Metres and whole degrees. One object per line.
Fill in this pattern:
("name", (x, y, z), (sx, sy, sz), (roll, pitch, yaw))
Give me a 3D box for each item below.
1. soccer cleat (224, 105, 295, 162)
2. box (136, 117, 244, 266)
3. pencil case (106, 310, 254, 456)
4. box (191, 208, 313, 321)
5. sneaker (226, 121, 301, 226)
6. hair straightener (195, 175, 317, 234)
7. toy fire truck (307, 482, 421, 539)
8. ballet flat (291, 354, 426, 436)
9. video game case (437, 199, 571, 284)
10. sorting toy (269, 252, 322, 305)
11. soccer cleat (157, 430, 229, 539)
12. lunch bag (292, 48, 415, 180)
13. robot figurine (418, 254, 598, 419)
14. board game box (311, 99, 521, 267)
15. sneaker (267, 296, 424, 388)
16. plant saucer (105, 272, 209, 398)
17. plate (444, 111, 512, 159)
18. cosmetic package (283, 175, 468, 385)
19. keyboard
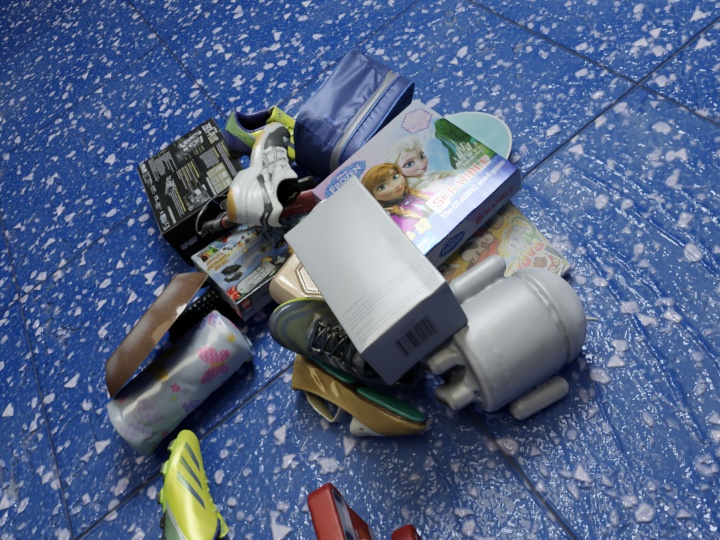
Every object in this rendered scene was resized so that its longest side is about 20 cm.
("soccer cleat", (-0.120, -0.220, 0.979), (0.194, 0.085, 0.065), (-1, 38, -20))
("box", (-0.267, -0.137, 1.020), (0.162, 0.087, 0.201), (-34, 50, -3))
("pencil case", (-0.232, 0.146, 0.796), (0.200, 0.091, 0.083), (-44, 35, -11))
("box", (-0.131, -0.031, 0.891), (0.198, 0.041, 0.136), (-37, 49, -21))
("sneaker", (-0.121, -0.132, 0.868), (0.085, 0.077, 0.203), (13, 49, 2))
("hair straightener", (-0.156, -0.099, 0.915), (0.195, 0.041, 0.078), (-20, 44, 1))
("toy fire truck", (0.012, 0.305, 0.526), (0.110, 0.169, 0.203), (-25, 50, 3))
("ballet flat", (-0.008, 0.159, 0.723), (0.197, 0.068, 0.065), (25, 96, 38))
("video game case", (0.129, -0.008, 0.761), (0.198, 0.023, 0.183), (-37, 69, -6))
("sorting toy", (0.000, 0.000, 0.813), (0.183, 0.037, 0.202), (32, 78, 21))
("soccer cleat", (-0.193, 0.284, 0.703), (0.081, 0.066, 0.204), (-1, 48, -10))
("lunch bag", (0.003, -0.221, 0.924), (0.131, 0.136, 0.202), (33, 72, 10))
("robot figurine", (0.161, 0.073, 0.659), (0.197, 0.113, 0.173), (-30, 92, -8))
("board game box", (0.067, -0.104, 0.779), (0.199, 0.041, 0.199), (-42, 54, -8))
("sneaker", (-0.012, 0.083, 0.697), (0.194, 0.081, 0.076), (15, 94, -3))
("plant saucer", (-0.276, 0.074, 0.805), (0.201, 0.036, 0.201), (-47, 14, 15))
("plate", (0.127, -0.157, 0.889), (0.195, 0.026, 0.204), (-17, 44, 17))
("cosmetic package", (0.010, 0.004, 0.651), (0.112, 0.081, 0.201), (-37, 47, 2))
("keyboard", (-0.209, 0.031, 0.905), (0.198, 0.040, 0.105), (-35, 51, -5))
